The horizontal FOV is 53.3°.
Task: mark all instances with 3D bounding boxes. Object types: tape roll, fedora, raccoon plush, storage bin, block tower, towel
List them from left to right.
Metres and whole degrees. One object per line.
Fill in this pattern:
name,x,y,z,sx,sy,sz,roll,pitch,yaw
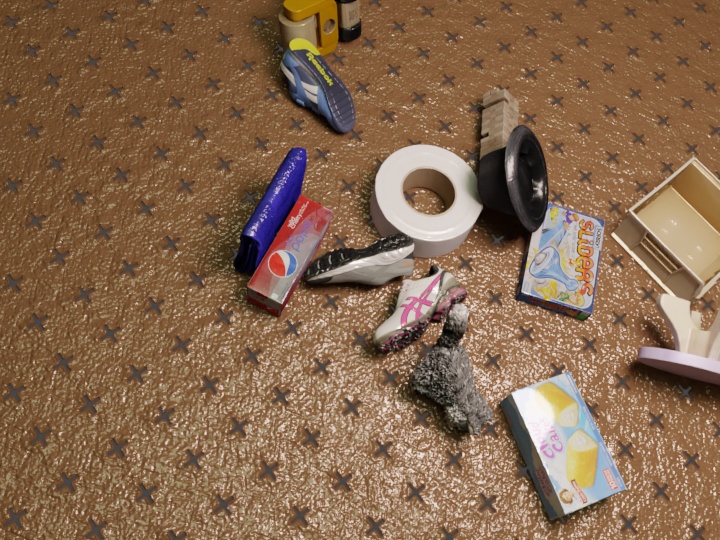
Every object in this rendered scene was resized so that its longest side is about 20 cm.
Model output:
towel,-0.147,-0.099,1.222,0.049,0.148,0.201,27,63,-4
tape roll,0.120,-0.128,1.316,0.200,0.071,0.204,3,64,-7
raccoon plush,0.162,0.169,1.125,0.134,0.201,0.097,36,51,23
block tower,0.270,-0.260,1.397,0.058,0.054,0.202,28,57,-39
fedora,0.266,-0.160,1.281,0.091,0.201,0.202,-1,59,32
storage bin,0.617,-0.071,1.349,0.199,0.094,0.199,-35,74,-21

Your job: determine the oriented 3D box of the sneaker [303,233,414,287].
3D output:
sneaker,0.000,0.000,1.238,0.198,0.080,0.074,-12,27,2

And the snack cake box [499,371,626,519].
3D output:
snack cake box,0.322,0.280,1.158,0.114,0.067,0.201,-16,68,-16

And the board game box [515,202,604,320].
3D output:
board game box,0.370,-0.021,1.322,0.134,0.035,0.202,16,64,0

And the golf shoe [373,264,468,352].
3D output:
golf shoe,0.088,0.065,1.225,0.199,0.073,0.092,-32,68,-30

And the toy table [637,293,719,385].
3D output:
toy table,0.582,0.120,1.220,0.198,0.184,0.118,19,79,-13

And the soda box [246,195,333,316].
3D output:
soda box,-0.121,-0.027,1.237,0.070,0.064,0.201,26,64,3

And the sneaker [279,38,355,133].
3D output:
sneaker,-0.084,-0.347,1.393,0.074,0.082,0.201,-36,93,-46

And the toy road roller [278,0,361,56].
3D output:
toy road roller,-0.097,-0.524,1.445,0.199,0.123,0.146,-34,59,-21
